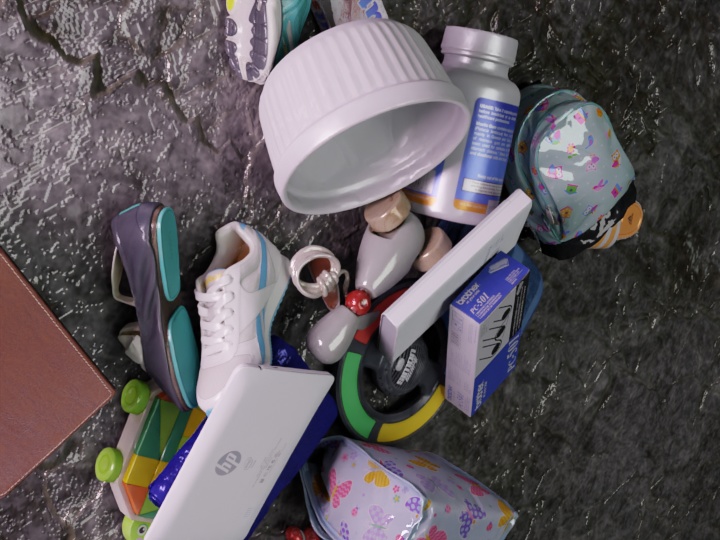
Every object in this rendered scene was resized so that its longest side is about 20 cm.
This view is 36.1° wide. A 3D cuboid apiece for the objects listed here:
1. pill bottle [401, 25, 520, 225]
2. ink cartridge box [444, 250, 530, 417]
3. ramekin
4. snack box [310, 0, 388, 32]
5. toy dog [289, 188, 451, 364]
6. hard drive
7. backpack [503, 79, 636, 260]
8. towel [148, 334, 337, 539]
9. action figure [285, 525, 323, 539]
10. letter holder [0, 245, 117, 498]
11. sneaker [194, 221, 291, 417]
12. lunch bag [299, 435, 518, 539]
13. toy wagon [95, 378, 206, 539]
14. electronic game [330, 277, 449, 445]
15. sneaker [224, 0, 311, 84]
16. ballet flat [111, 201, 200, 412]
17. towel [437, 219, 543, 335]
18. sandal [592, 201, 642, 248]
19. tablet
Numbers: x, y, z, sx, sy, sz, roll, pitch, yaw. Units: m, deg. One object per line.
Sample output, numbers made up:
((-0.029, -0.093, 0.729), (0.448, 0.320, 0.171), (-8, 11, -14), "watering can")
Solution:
((0.113, -0.158, 1.208), (0.111, 0.111, 0.203), (5, 100, -42), "pill bottle")
((0.142, 0.076, 1.256), (0.094, 0.044, 0.201), (-44, 154, -26), "ink cartridge box")
((-0.004, -0.149, 1.054), (0.198, 0.200, 0.106), (-11, 68, -39), "ramekin")
((-0.008, -0.257, 1.126), (0.072, 0.024, 0.201), (-43, 128, -24), "snack box")
((0.000, 0.000, 1.168), (0.199, 0.096, 0.133), (-32, 110, -24), "toy dog")
((0.099, 0.008, 1.186), (0.200, 0.026, 0.132), (-42, 166, -15), "hard drive")
((0.243, -0.130, 1.323), (0.167, 0.126, 0.201), (-44, 123, -14), "backpack")
((-0.115, 0.176, 1.101), (0.201, 0.049, 0.148), (-51, 138, -18), "towel")
((-0.018, 0.358, 1.262), (0.065, 0.099, 0.201), (-46, 127, -11), "action figure")
((-0.321, 0.067, 0.895), (0.142, 0.100, 0.201), (-45, 128, -20), "letter holder")
((-0.125, 0.047, 1.049), (0.081, 0.076, 0.202), (45, 39, -37), "sneaker")
((0.041, 0.259, 1.214), (0.168, 0.199, 0.129), (19, 98, -44), "lunch bag")
((-0.187, 0.196, 1.097), (0.154, 0.039, 0.203), (23, 87, -43), "toy wagon")
((0.046, 0.107, 1.274), (0.198, 0.041, 0.203), (-17, 117, -36), "electronic game")
((-0.081, -0.277, 1.033), (0.079, 0.077, 0.203), (-18, 124, -50), "sneaker")
((-0.193, 0.035, 1.023), (0.072, 0.073, 0.203), (-20, 111, -36), "ballet flat")
((0.156, 0.004, 1.342), (0.200, 0.048, 0.112), (43, 73, -41), "towel")
((0.328, -0.069, 1.466), (0.205, 0.059, 0.080), (-5, 107, -41), "sandal")
((-0.110, 0.174, 1.021), (0.129, 0.014, 0.202), (12, 111, -50), "tablet")
